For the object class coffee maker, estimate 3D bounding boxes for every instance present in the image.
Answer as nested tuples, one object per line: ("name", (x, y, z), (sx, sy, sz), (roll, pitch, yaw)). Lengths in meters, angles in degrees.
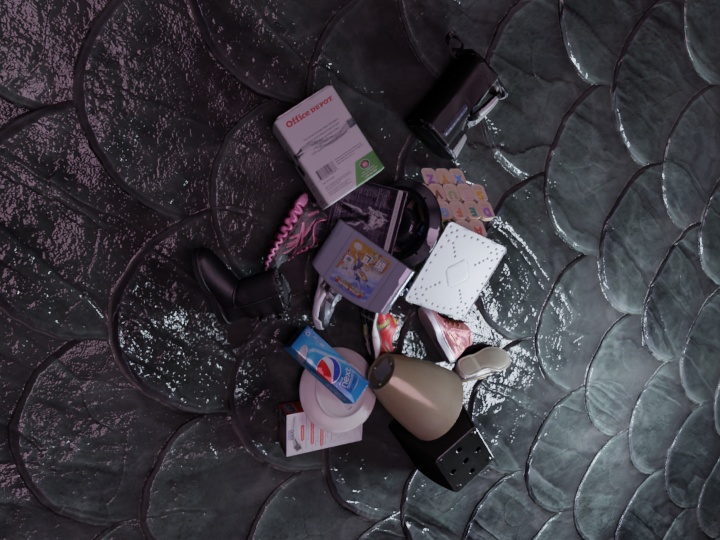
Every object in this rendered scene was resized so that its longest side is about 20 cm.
("coffee maker", (0.198, -0.381, 1.303), (0.192, 0.135, 0.201), (41, 85, -5))

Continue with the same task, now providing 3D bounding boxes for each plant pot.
("plant pot", (0.117, 0.286, 1.414), (0.199, 0.187, 0.188), (35, 89, -30))
("plant pot", (0.227, 0.451, 1.524), (0.199, 0.177, 0.201), (-37, 117, -9))

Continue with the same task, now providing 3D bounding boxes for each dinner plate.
("dinner plate", (-0.048, 0.284, 1.383), (0.198, 0.024, 0.203), (4, 79, -23))

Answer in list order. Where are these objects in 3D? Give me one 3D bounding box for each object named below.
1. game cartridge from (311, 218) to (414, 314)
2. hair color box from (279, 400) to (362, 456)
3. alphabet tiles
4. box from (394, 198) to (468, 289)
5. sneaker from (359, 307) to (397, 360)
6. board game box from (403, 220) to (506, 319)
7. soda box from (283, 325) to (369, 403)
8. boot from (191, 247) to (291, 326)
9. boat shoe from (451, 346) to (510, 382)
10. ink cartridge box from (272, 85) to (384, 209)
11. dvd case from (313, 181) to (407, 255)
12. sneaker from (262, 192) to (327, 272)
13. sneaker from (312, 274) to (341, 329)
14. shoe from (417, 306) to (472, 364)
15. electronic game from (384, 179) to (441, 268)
("game cartridge", (0.000, 0.000, 1.252), (0.199, 0.042, 0.134), (34, 92, 3))
("hair color box", (-0.095, 0.369, 1.413), (0.198, 0.064, 0.112), (-5, 107, -25))
("alphabet tiles", (0.217, -0.160, 1.353), (0.198, 0.015, 0.198), (-3, 63, -25))
("box", (0.134, -0.063, 1.361), (0.158, 0.046, 0.201), (36, 89, 1))
("sneaker", (0.049, 0.118, 1.407), (0.084, 0.077, 0.202), (-17, 122, -25))
("board game box", (0.215, 0.002, 1.324), (0.198, 0.026, 0.202), (19, 107, -35))
("soda box", (-0.078, 0.218, 1.332), (0.200, 0.068, 0.064), (43, 66, -11))
("boot", (-0.240, 0.026, 1.200), (0.160, 0.074, 0.200), (-11, 120, 11))
("boat shoe", (0.325, 0.259, 1.578), (0.198, 0.072, 0.060), (-9, 150, -36))
("ink cartridge box", (-0.069, -0.251, 1.195), (0.146, 0.083, 0.201), (-34, 97, -12))
("dvd case", (-0.010, -0.123, 1.270), (0.197, 0.016, 0.151), (15, 97, 6))
("sneaker", (-0.139, -0.061, 1.248), (0.095, 0.079, 0.201), (29, 93, -19))
("sneaker", (-0.039, 0.046, 1.310), (0.112, 0.075, 0.203), (14, 97, 8))
("shoe", (0.221, 0.144, 1.492), (0.091, 0.071, 0.201), (-38, 123, -12))
("electronic game", (0.090, -0.102, 1.291), (0.041, 0.199, 0.202), (9, 103, -56))
